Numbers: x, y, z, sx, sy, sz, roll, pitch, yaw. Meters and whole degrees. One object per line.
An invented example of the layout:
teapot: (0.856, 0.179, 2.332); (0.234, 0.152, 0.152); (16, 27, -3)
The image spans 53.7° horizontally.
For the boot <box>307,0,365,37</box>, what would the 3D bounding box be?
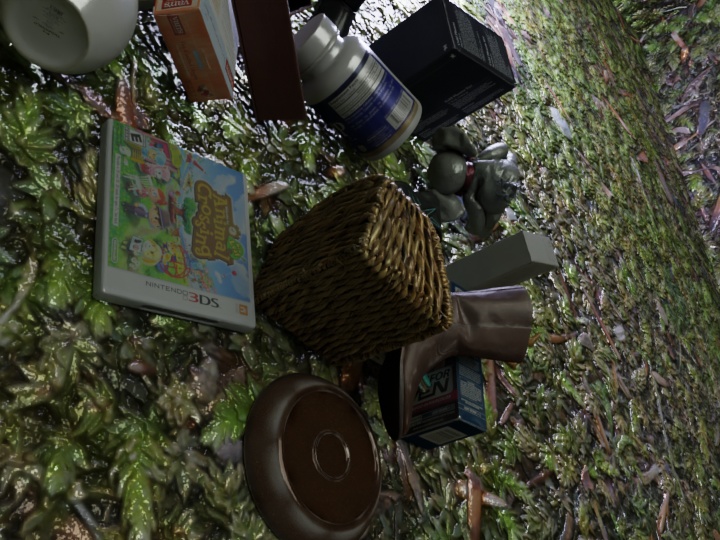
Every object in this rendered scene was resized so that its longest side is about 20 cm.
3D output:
boot: (0.008, -0.432, 1.098); (0.066, 0.200, 0.165); (30, 47, -36)

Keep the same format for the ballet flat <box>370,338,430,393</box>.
ballet flat: (0.022, 0.072, 0.912); (0.074, 0.074, 0.201); (-6, 69, -52)

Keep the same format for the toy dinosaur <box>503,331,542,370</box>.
toy dinosaur: (0.173, 0.081, 0.944); (0.106, 0.061, 0.200); (39, 33, 23)

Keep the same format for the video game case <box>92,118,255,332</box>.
video game case: (-0.192, -0.045, 0.757); (0.182, 0.022, 0.201); (19, 54, -44)

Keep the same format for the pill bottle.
pill bottle: (-0.016, -0.266, 1.033); (0.200, 0.120, 0.120); (41, 41, -27)

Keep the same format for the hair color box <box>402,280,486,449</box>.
hair color box: (0.105, 0.125, 0.948); (0.060, 0.100, 0.201); (31, 46, -35)

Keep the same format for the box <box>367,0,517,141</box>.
box: (0.117, -0.322, 1.163); (0.182, 0.200, 0.104); (10, 62, -48)

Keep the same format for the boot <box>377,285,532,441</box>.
boot: (0.124, 0.108, 0.858); (0.199, 0.064, 0.187); (3, 90, -23)

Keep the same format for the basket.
basket: (0.000, 0.000, 0.811); (0.149, 0.200, 0.143); (40, 46, -25)

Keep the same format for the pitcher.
pitcher: (-0.302, -0.292, 0.714); (0.171, 0.121, 0.200); (27, 36, -19)

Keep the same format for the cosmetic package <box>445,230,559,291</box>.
cosmetic package: (0.174, 0.006, 1.023); (0.082, 0.200, 0.051); (5, 65, -50)

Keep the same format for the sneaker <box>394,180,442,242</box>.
sneaker: (0.064, -0.082, 1.052); (0.200, 0.075, 0.080); (2, 68, -50)

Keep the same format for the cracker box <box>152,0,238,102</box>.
cracker box: (-0.189, -0.322, 0.853); (0.134, 0.057, 0.201); (79, 8, -58)

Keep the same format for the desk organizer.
desk organizer: (-0.103, -0.295, 0.903); (0.072, 0.077, 0.201); (-50, 139, -52)

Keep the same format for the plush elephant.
plush elephant: (0.176, -0.151, 1.191); (0.154, 0.165, 0.200); (21, 5, 2)

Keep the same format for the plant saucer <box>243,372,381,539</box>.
plant saucer: (-0.040, 0.205, 0.779); (0.200, 0.032, 0.201); (29, 48, -38)
